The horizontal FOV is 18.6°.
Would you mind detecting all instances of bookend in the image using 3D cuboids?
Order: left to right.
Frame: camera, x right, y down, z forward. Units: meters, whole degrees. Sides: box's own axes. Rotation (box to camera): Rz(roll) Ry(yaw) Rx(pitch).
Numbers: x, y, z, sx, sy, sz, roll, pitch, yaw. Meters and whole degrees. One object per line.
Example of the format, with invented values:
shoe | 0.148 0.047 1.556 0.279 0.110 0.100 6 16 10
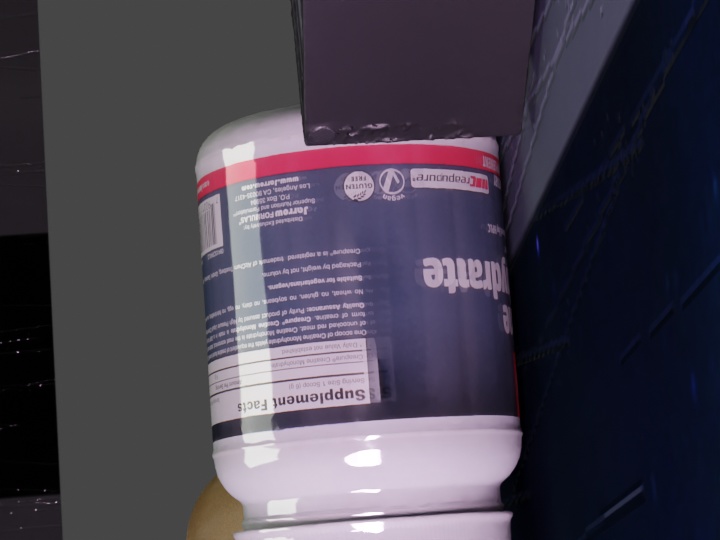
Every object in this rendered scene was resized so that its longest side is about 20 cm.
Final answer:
bookend | 0.015 -0.189 0.878 0.200 0.092 0.199 92 174 -52

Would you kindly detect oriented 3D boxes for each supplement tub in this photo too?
supplement tub | 0.000 0.031 0.992 0.140 0.140 0.200 109 157 -82

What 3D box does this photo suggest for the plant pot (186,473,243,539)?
plant pot | -0.044 0.217 1.927 0.200 0.186 0.187 122 146 -62
